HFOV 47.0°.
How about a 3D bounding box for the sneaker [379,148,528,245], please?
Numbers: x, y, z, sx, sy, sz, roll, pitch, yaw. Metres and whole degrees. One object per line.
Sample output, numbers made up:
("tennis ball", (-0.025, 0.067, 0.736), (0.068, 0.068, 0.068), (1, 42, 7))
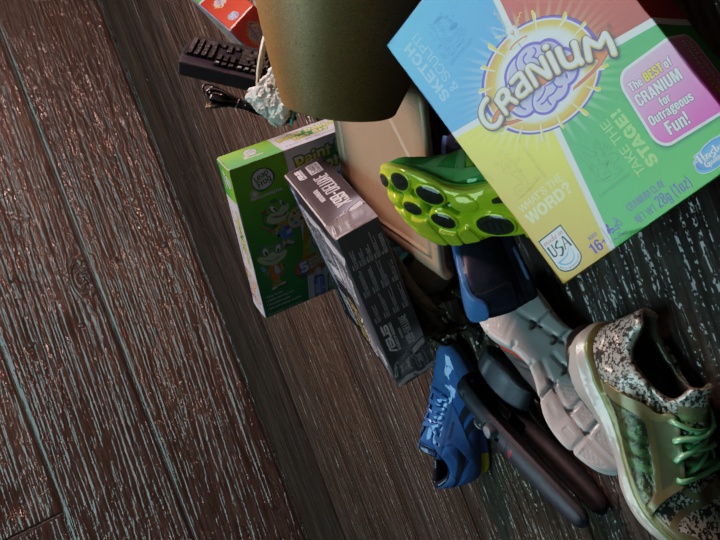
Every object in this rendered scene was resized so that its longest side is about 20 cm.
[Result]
("sneaker", (0.101, -0.068, 0.651), (0.198, 0.084, 0.075), (5, 132, 42))

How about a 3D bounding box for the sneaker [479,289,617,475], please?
("sneaker", (0.179, 0.089, 0.716), (0.201, 0.077, 0.082), (59, -172, 34))

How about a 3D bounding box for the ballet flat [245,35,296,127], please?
("ballet flat", (-0.060, -0.245, 0.831), (0.203, 0.071, 0.072), (-65, 30, 6))

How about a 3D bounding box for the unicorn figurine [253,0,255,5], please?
("unicorn figurine", (-0.138, -0.390, 1.057), (0.138, 0.073, 0.203), (-123, 13, -64))

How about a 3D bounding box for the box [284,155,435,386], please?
("box", (0.000, 0.000, 0.867), (0.158, 0.049, 0.202), (52, 168, 53))

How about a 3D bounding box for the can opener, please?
("can opener", (0.165, 0.170, 0.824), (0.201, 0.062, 0.079), (56, 158, 36))

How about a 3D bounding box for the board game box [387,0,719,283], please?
("board game box", (0.123, -0.114, 0.508), (0.201, 0.040, 0.153), (54, 136, 7))

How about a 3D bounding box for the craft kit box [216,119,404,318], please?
("craft kit box", (-0.049, -0.069, 0.963), (0.048, 0.197, 0.200), (42, 150, 53))

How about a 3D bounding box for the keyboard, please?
("keyboard", (-0.107, -0.213, 0.931), (0.021, 0.196, 0.128), (105, 174, -47))

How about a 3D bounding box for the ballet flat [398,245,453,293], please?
("ballet flat", (0.071, 0.000, 0.930), (0.071, 0.069, 0.200), (67, 164, 3))

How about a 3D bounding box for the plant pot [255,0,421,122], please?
("plant pot", (-0.009, -0.220, 0.609), (0.186, 0.183, 0.204), (42, 131, 54))

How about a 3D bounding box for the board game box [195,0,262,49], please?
("board game box", (-0.141, -0.305, 1.088), (0.153, 0.040, 0.200), (43, -176, -42))

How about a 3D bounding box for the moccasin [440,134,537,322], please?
("moccasin", (0.111, -0.040, 0.726), (0.081, 0.067, 0.203), (71, -169, -54))

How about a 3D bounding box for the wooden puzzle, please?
("wooden puzzle", (0.026, -0.109, 0.790), (0.185, 0.037, 0.203), (39, 150, 53))

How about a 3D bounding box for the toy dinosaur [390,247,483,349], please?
("toy dinosaur", (0.085, 0.042, 0.878), (0.201, 0.087, 0.048), (66, -145, -55))

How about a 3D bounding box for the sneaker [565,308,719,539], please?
("sneaker", (0.223, 0.116, 0.590), (0.202, 0.076, 0.089), (61, 152, 16))

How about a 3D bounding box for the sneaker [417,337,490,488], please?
("sneaker", (0.105, 0.179, 0.990), (0.066, 0.077, 0.203), (-137, 33, -57))
